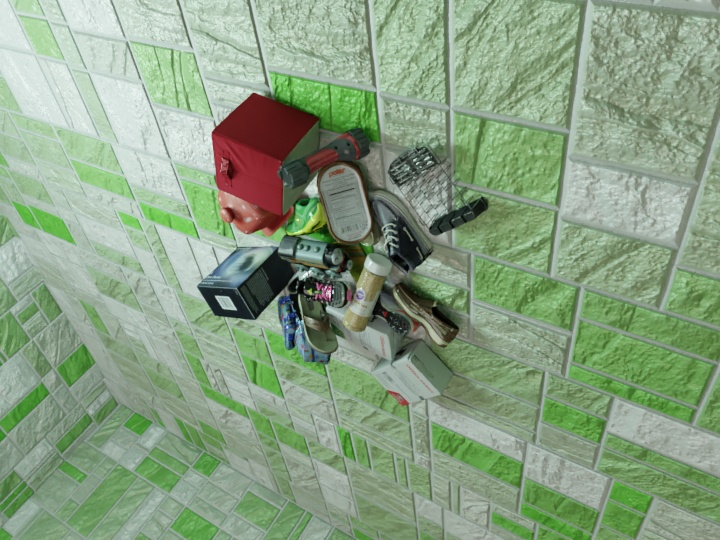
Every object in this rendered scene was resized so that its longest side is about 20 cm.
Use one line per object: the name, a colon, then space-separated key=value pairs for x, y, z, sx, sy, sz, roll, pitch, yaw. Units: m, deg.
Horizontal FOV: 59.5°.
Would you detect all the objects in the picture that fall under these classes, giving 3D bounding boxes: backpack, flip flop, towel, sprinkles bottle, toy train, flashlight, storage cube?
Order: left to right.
storage cube: x=-0.211 y=-0.262 z=1.430 sx=0.178 sy=0.201 sz=0.172 roll=23 pitch=141 yaw=12
backpack: x=-0.155 y=0.177 z=1.818 sx=0.183 sy=0.133 sz=0.202 roll=104 pitch=151 yaw=-62
toy train: x=-0.118 y=-0.038 z=1.623 sx=0.198 sy=0.086 sz=0.114 roll=12 pitch=166 yaw=31
flip flop: x=-0.117 y=0.133 z=1.714 sx=0.058 sy=0.080 sz=0.202 roll=119 pitch=136 yaw=-61
flashlight: x=-0.073 y=-0.233 z=1.323 sx=0.068 sy=0.199 sz=0.068 roll=55 pitch=155 yaw=5
towel: x=0.000 y=0.000 z=1.671 sx=0.085 sy=0.018 sz=0.201 roll=-1 pitch=128 yaw=44
sprinkles bottle: x=0.016 y=0.058 z=1.603 sx=0.068 sy=0.068 sz=0.202 roll=28 pitch=114 yaw=15

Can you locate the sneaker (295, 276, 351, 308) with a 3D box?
sneaker: x=-0.102 y=0.056 z=1.641 sx=0.199 sy=0.087 sz=0.075 roll=12 pitch=98 yaw=52

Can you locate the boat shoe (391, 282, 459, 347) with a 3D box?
boat shoe: x=0.170 y=0.097 z=1.594 sx=0.202 sy=0.075 sz=0.075 roll=45 pitch=114 yaw=1

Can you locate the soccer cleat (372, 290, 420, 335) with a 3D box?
soccer cleat: x=0.074 y=0.095 z=1.652 sx=0.199 sy=0.073 sz=0.069 roll=38 pitch=121 yaw=28

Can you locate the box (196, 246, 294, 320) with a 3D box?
box: x=-0.337 y=0.031 z=1.853 sx=0.198 sy=0.199 sz=0.124 roll=1 pitch=128 yaw=41

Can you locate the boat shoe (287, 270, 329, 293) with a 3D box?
boat shoe: x=-0.147 y=0.018 z=1.778 sx=0.199 sy=0.069 sz=0.072 roll=-18 pitch=116 yaw=50

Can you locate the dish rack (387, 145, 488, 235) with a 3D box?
dish rack: x=0.154 y=-0.170 z=1.320 sx=0.201 sy=0.055 sz=0.153 roll=51 pitch=142 yaw=-12

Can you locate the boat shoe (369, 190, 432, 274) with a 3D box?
boat shoe: x=0.079 y=-0.085 z=1.442 sx=0.200 sy=0.093 sz=0.074 roll=47 pitch=144 yaw=-10

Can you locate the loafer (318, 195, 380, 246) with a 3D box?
loafer: x=-0.034 y=-0.129 z=1.518 sx=0.200 sy=0.068 sz=0.075 roll=48 pitch=144 yaw=-10

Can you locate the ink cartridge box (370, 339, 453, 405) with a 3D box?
ink cartridge box: x=0.146 y=0.295 z=1.800 sx=0.144 sy=0.084 sz=0.200 roll=46 pitch=145 yaw=-8

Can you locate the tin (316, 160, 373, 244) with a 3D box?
tin: x=-0.034 y=-0.156 z=1.446 sx=0.111 sy=0.042 sz=0.202 roll=-16 pitch=111 yaw=-1

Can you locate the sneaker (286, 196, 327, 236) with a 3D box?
sneaker: x=-0.135 y=-0.139 z=1.614 sx=0.199 sy=0.073 sz=0.085 roll=-20 pitch=80 yaw=59

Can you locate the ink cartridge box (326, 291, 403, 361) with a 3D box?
ink cartridge box: x=0.016 y=0.149 z=1.746 sx=0.198 sy=0.084 sz=0.147 roll=23 pitch=151 yaw=21

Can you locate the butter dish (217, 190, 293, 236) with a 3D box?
butter dish: x=-0.300 y=-0.172 z=1.628 sx=0.200 sy=0.147 sz=0.200 roll=54 pitch=145 yaw=-2
